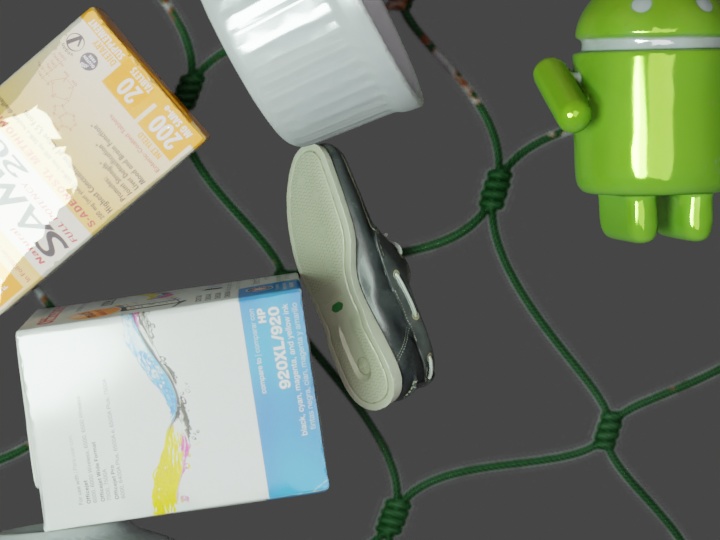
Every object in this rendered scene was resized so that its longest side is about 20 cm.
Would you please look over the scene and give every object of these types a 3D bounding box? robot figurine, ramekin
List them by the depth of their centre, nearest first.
[{"bbox_3d":[-0.043,-0.183,1.279,0.098,0.200,0.201,-27,97,7],"label":"ramekin"},{"bbox_3d":[0.211,-0.121,1.335,0.175,0.116,0.200,-2,95,-12],"label":"robot figurine"}]

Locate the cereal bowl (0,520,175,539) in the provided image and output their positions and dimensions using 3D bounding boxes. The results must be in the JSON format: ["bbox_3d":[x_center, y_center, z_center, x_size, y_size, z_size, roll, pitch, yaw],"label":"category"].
[{"bbox_3d":[-0.207,0.221,1.314,0.200,0.200,0.083,-7,88,-2],"label":"cereal bowl"}]

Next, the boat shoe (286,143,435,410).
[{"bbox_3d":[0.000,0.000,1.374,0.068,0.072,0.200,-19,90,-39],"label":"boat shoe"}]

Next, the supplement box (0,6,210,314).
[{"bbox_3d":[-0.223,-0.078,1.339,0.200,0.074,0.126,-41,96,2],"label":"supplement box"}]

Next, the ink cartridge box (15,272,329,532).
[{"bbox_3d":[-0.131,0.089,1.325,0.200,0.147,0.145,-8,95,-2],"label":"ink cartridge box"}]
